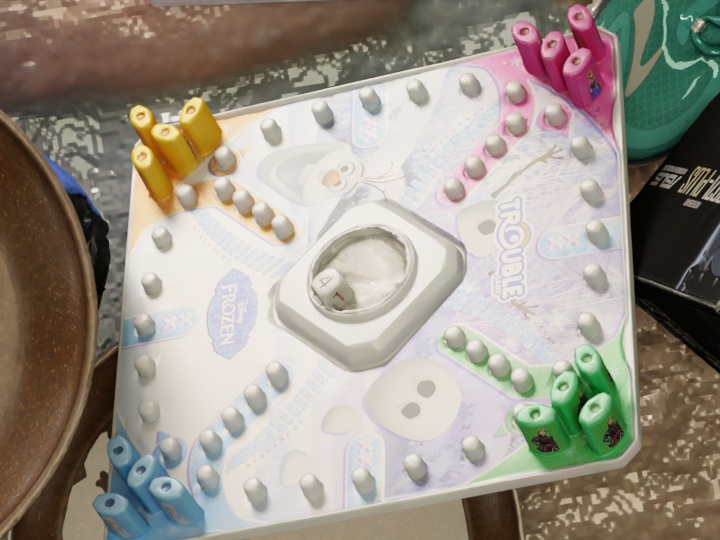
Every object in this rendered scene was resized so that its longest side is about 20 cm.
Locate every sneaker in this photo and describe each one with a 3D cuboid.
[{"bbox_3d":[0.163,-0.116,1.153,0.200,0.080,0.078,-39,101,-3],"label":"sneaker"}]

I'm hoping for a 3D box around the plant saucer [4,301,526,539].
[{"bbox_3d":[-0.037,0.110,1.149,0.200,0.034,0.200,0,89,-4],"label":"plant saucer"}]

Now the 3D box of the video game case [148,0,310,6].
[{"bbox_3d":[0.011,-0.181,1.195,0.200,0.017,0.143,-2,83,-1],"label":"video game case"}]

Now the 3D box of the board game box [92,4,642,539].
[{"bbox_3d":[0.000,0.000,1.094,0.200,0.026,0.200,-12,50,16],"label":"board game box"}]

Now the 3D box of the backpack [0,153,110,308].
[{"bbox_3d":[-0.199,0.020,1.100,0.168,0.163,0.200,37,86,7],"label":"backpack"}]

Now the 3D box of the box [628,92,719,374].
[{"bbox_3d":[0.200,0.033,1.077,0.200,0.164,0.086,39,88,-13],"label":"box"}]

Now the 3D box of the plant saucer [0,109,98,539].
[{"bbox_3d":[-0.189,0.021,1.002,0.200,0.037,0.201,1,76,-5],"label":"plant saucer"}]
